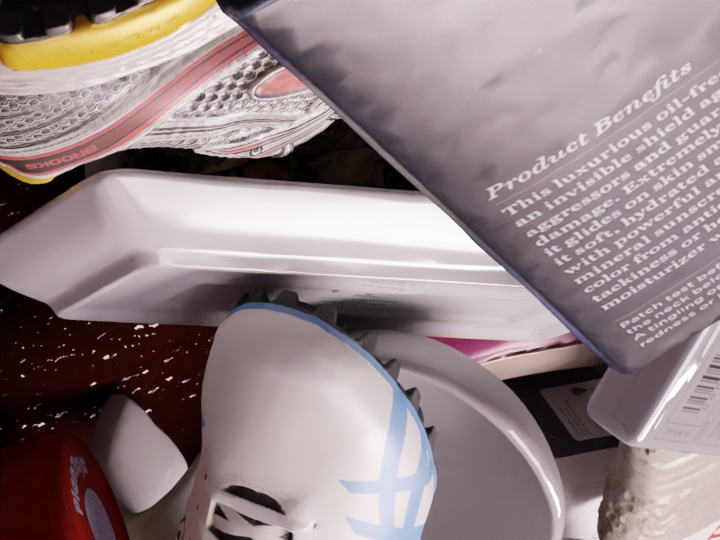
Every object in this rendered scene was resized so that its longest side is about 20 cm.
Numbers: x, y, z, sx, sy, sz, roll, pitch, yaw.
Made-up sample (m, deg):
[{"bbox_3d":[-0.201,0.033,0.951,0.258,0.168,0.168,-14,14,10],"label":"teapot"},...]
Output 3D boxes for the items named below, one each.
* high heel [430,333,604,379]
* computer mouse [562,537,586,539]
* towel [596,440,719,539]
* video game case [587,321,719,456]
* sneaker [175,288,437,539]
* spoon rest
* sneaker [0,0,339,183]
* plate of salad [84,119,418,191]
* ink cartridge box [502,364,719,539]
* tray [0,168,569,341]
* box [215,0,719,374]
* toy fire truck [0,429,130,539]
[{"bbox_3d":[0.056,-0.003,0.914,0.200,0.096,0.067,-37,176,-34],"label":"high heel"},{"bbox_3d":[0.064,0.136,0.962,0.109,0.044,0.200,-15,154,-8],"label":"computer mouse"},{"bbox_3d":[0.167,0.016,0.904,0.199,0.035,0.133,-27,150,-18],"label":"towel"},{"bbox_3d":[0.160,-0.033,0.770,0.182,0.024,0.201,11,112,-58],"label":"video game case"},{"bbox_3d":[-0.025,0.089,0.760,0.201,0.072,0.073,97,19,-44],"label":"sneaker"},{"bbox_3d":[-0.019,0.064,0.817,0.199,0.099,0.061,-10,-142,49],"label":"spoon rest"},{"bbox_3d":[-0.015,-0.077,0.675,0.199,0.078,0.082,-14,145,-5],"label":"sneaker"},{"bbox_3d":[0.019,-0.046,0.772,0.199,0.048,0.201,-17,146,-11],"label":"plate of salad"},{"bbox_3d":[0.047,0.089,1.003,0.199,0.085,0.145,-6,145,-35],"label":"ink cartridge box"},{"bbox_3d":[0.000,0.000,0.750,0.199,0.022,0.107,3,165,-27],"label":"tray"},{"bbox_3d":[0.022,-0.114,0.517,0.123,0.201,0.198,-33,151,10],"label":"box"},{"bbox_3d":[-0.133,0.100,0.710,0.112,0.201,0.168,-19,142,8],"label":"toy fire truck"}]
